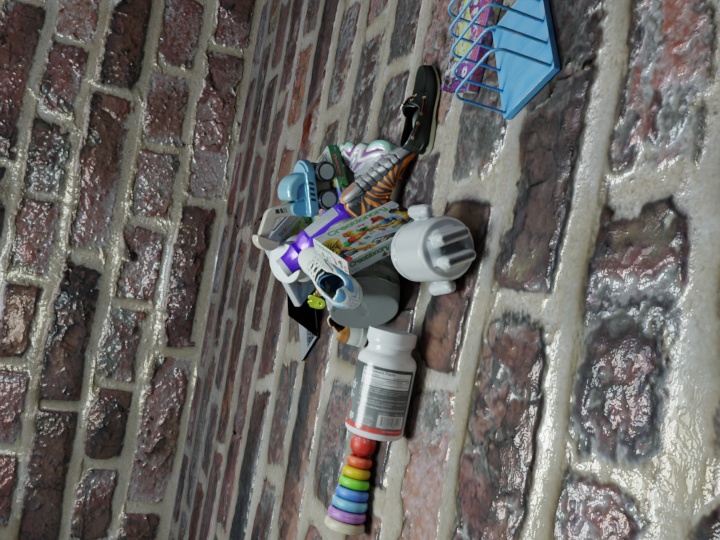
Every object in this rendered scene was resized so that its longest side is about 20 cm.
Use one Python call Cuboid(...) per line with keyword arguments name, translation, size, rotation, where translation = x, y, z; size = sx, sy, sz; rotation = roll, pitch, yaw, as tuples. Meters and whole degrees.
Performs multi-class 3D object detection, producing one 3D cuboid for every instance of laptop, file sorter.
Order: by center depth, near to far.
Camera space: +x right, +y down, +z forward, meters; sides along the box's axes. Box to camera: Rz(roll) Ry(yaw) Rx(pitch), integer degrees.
Cuboid(name="file sorter", translation=(0.226, -0.382, 1.192), size=(0.139, 0.122, 0.201), rotation=(134, 140, -55))
Cuboid(name="laptop", translation=(-0.181, 0.112, 1.976), size=(0.200, 0.115, 0.188), rotation=(123, 150, -43))

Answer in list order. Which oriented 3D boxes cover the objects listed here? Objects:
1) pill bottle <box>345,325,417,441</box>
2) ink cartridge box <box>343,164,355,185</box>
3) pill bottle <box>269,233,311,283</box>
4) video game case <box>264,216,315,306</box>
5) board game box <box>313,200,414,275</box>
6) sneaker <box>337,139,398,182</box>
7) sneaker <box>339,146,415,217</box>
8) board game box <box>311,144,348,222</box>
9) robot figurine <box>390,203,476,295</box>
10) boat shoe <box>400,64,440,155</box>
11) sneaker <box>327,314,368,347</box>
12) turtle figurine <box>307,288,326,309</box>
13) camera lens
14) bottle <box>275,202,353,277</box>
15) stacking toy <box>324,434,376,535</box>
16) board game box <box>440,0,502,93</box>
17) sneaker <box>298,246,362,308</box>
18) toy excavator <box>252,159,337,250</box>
Cuboid(name="pill bottle", translation=(0.044, 0.213, 1.378), size=(0.116, 0.115, 0.201), rotation=(-167, 88, -68))
Cuboid(name="ink cartridge box", translation=(-0.017, -0.154, 1.757), size=(0.201, 0.067, 0.117), rotation=(-99, 29, -42))
Cuboid(name="pill bottle", translation=(-0.119, -0.037, 1.750), size=(0.114, 0.200, 0.115), rotation=(11, 108, 35))
Cuboid(name="video game case", translation=(-0.154, -0.043, 1.817), size=(0.022, 0.201, 0.182), rotation=(-2, 36, 36))
Cuboid(name="board game box", translation=(0.023, -0.068, 1.424), size=(0.126, 0.199, 0.035), rotation=(34, 143, 47))
Cuboid(name="sneaker", translation=(-0.003, -0.226, 1.686), size=(0.200, 0.078, 0.141), rotation=(2, 79, 51))
Cuboid(name="sneaker", translation=(0.060, -0.179, 1.576), size=(0.200, 0.112, 0.078), rotation=(-39, 18, 8))
Cuboid(name="board game box", translation=(-0.085, -0.199, 1.766), size=(0.200, 0.029, 0.135), rotation=(-44, 57, 59))
Cuboid(name="robot figurine", translation=(0.126, -0.036, 1.292), size=(0.200, 0.112, 0.170), rotation=(-2, 102, 67))
Cuboid(name="boat shoe", translation=(0.123, -0.343, 1.511), size=(0.074, 0.063, 0.202), rotation=(156, 123, -66))
Cuboid(name="sneaker", translation=(-0.036, 0.088, 1.673), size=(0.200, 0.084, 0.073), rotation=(-102, 29, -49))
Cuboid(name="turtle figurine", translation=(-0.069, 0.036, 1.673), size=(0.200, 0.064, 0.161), rotation=(-53, -3, 24))
Cuboid(name="camera lens", translation=(0.000, 0.000, 1.523), size=(0.160, 0.159, 0.201), rotation=(126, 147, -47))
Cuboid(name="bottle", translation=(-0.098, -0.064, 1.614), size=(0.200, 0.084, 0.065), rotation=(-39, 59, -3))
Cuboid(name="stacking toy", translation=(-0.010, 0.429, 1.474), size=(0.085, 0.085, 0.201), rotation=(0, 75, 68))
Cuboid(name="board game box", translation=(0.213, -0.441, 1.380), size=(0.120, 0.032, 0.201), rotation=(31, 109, 62))
Cuboid(name="sneaker", translation=(-0.069, 0.006, 1.413), size=(0.200, 0.072, 0.072), rotation=(41, 102, 44))
Cuboid(name="toy excavator", translation=(-0.161, -0.154, 1.671), size=(0.100, 0.199, 0.195), rotation=(15, 113, 63))
